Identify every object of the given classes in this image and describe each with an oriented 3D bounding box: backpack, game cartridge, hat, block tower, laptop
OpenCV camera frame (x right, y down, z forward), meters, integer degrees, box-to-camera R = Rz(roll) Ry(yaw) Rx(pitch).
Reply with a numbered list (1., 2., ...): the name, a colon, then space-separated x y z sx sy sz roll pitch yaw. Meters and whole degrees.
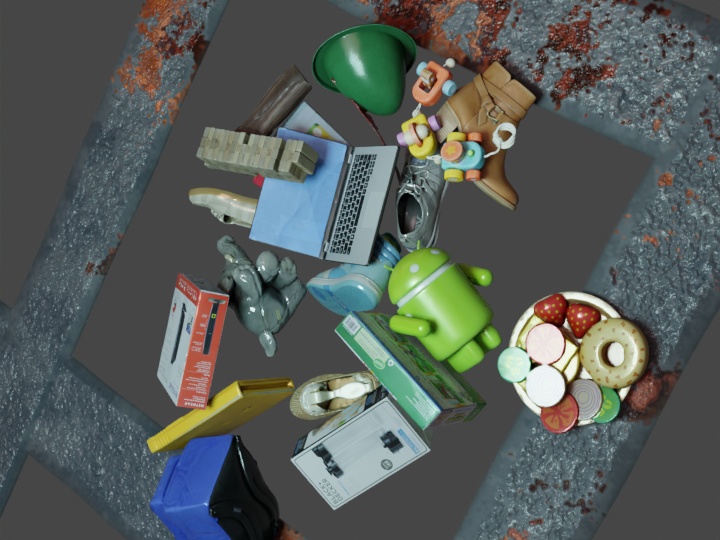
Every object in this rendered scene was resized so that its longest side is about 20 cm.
1. backpack: -0.229 0.385 1.683 0.166 0.201 0.164 -9 39 30
2. game cartridge: -0.073 -0.172 1.714 0.200 0.040 0.134 45 101 25
3. hat: 0.030 -0.253 1.597 0.165 0.198 0.178 -33 58 36
4. block tower: -0.168 -0.183 1.638 0.198 0.058 0.055 11 78 29
5. laptop: -0.058 -0.118 1.608 0.199 0.115 0.190 8 82 57
6. game cartridge: -0.226 0.235 1.698 0.199 0.176 0.033 -32 74 21

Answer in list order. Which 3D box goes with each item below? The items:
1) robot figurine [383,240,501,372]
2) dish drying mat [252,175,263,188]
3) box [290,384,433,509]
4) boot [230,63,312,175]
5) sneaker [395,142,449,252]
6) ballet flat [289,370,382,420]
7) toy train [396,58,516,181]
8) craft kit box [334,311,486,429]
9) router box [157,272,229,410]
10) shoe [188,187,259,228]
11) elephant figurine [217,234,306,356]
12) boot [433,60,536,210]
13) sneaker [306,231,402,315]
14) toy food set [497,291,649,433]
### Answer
1. robot figurine: 0.121 0.053 1.557 0.201 0.175 0.116 52 149 4
2. dish drying mat: -0.091 -0.142 1.745 0.199 0.018 0.078 29 95 27
3. box: 0.003 0.274 1.619 0.199 0.060 0.117 -34 104 20
4. boot: -0.175 -0.264 1.770 0.201 0.064 0.186 -57 35 -5
5. sneaker: 0.093 -0.128 1.612 0.074 0.082 0.203 -3 79 26
6. ballet flat: -0.041 0.197 1.670 0.198 0.065 0.072 -19 78 24
7. toy train: 0.128 -0.225 1.542 0.200 0.055 0.151 44 101 27
8. craft kit box: 0.078 0.144 1.541 0.200 0.197 0.049 47 109 22
9. router box: -0.270 0.108 1.656 0.200 0.048 0.182 -160 82 -69
10. shoe: -0.214 -0.102 1.774 0.197 0.070 0.054 13 84 24
11. elephant figurine: -0.191 0.036 1.731 0.199 0.155 0.142 -1 130 51
12. boot: 0.211 -0.205 1.571 0.154 0.074 0.201 -42 80 7
13. sneaker: 0.000 0.000 1.656 0.131 0.080 0.199 -53 24 -21
14. toy food set: 0.305 0.132 1.510 0.199 0.048 0.199 37 103 23
